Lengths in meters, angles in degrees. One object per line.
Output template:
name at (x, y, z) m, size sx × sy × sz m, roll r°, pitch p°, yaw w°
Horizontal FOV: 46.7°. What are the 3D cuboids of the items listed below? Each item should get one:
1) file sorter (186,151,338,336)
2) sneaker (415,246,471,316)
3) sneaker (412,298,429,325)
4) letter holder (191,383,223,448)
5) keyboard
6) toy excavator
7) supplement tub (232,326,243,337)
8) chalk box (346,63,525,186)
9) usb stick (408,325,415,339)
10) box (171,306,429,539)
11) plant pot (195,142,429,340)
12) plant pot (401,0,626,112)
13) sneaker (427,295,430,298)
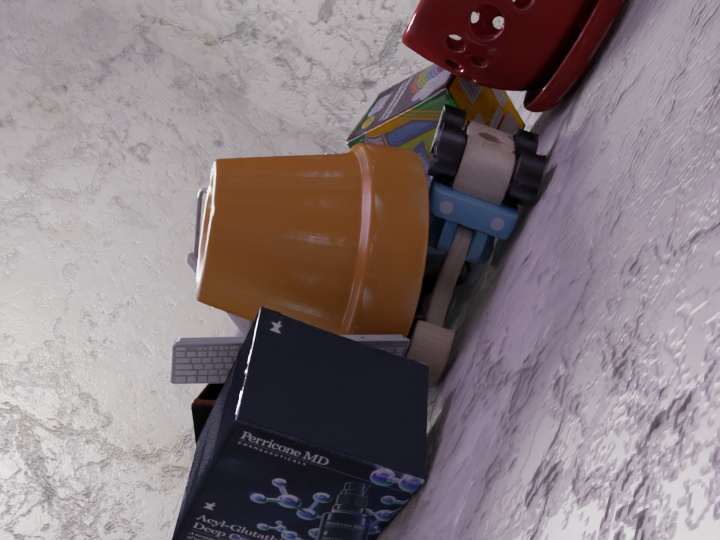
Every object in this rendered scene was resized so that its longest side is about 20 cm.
file sorter at (-0.082, -0.042, 0.986) m, size 0.197 × 0.139 × 0.126 m, roll -22°, pitch -36°, yaw -35°
sneaker at (0.098, -0.032, 0.874) m, size 0.200 × 0.081 × 0.074 m, roll -46°, pitch -33°, yaw 11°
sneaker at (0.056, 0.038, 1.008) m, size 0.072 × 0.086 × 0.199 m, roll -26°, pitch 1°, yaw 36°
letter holder at (-0.095, 0.200, 0.864) m, size 0.142 × 0.098 × 0.205 m, roll -61°, pitch -30°, yaw -70°
keyboard at (-0.057, 0.075, 0.694) m, size 0.011 × 0.195 × 0.057 m, roll -105°, pitch 21°, yaw -44°
toy excavator at (0.091, -0.025, 0.766) m, size 0.195 × 0.098 × 0.204 m, roll -72°, pitch -2°, yaw -64°
supplement tub at (-0.055, 0.094, 1.071) m, size 0.147 × 0.197 × 0.145 m, roll -62°, pitch 0°, yaw 0°
chalk box at (0.074, -0.154, 0.996) m, size 0.198 × 0.125 × 0.125 m, roll -21°, pitch 26°, yaw 40°
usb stick at (0.004, 0.110, 0.822) m, size 0.199 × 0.033 × 0.056 m, roll -30°, pitch -24°, yaw -49°
box at (-0.050, 0.150, 0.669) m, size 0.109 × 0.145 × 0.202 m, roll -83°, pitch 17°, yaw -46°
plant pot at (-0.053, -0.023, 0.763) m, size 0.200 × 0.179 × 0.206 m, roll -172°, pitch 90°, yaw -76°
plant pot at (0.162, -0.277, 0.843) m, size 0.203 × 0.180 × 0.200 m, roll -60°, pitch 2°, yaw 3°
sneaker at (0.110, -0.051, 0.996) m, size 0.077 × 0.072 × 0.202 m, roll -40°, pitch 24°, yaw 42°
